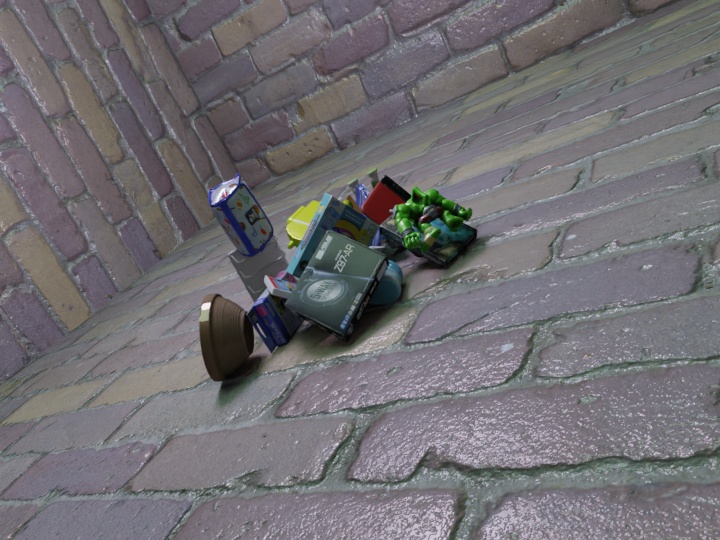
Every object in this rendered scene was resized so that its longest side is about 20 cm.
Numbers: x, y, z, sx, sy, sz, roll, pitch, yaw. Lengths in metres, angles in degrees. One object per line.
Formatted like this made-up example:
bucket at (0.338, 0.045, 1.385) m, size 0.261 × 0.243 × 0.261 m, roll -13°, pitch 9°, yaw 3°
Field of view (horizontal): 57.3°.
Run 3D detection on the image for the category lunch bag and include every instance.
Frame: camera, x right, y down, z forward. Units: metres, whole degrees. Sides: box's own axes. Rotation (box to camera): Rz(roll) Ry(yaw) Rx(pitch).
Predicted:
lunch bag at (-0.312, -0.140, 1.718) m, size 0.122 × 0.172 × 0.201 m, roll -30°, pitch 22°, yaw 3°

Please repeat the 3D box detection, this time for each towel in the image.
towel at (0.017, -0.125, 1.768) m, size 0.023 × 0.148 × 0.201 m, roll -5°, pitch 36°, yaw -17°

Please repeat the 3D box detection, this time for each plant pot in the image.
plant pot at (-0.304, 0.153, 1.541) m, size 0.090 × 0.206 × 0.202 m, roll -6°, pitch 20°, yaw 4°

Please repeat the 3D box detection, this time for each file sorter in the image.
file sorter at (-0.245, 0.017, 1.788) m, size 0.137 × 0.203 × 0.124 m, roll -32°, pitch 22°, yaw -13°

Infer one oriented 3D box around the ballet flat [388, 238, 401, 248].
ballet flat at (0.142, -0.124, 1.795) m, size 0.071 × 0.073 × 0.200 m, roll -14°, pitch 23°, yaw 38°

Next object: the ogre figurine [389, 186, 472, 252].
ogre figurine at (0.155, -0.126, 1.511) m, size 0.198 × 0.099 × 0.120 m, roll -37°, pitch 63°, yaw -11°

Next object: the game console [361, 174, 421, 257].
game console at (0.104, -0.138, 1.701) m, size 0.120 × 0.199 × 0.172 m, roll -52°, pitch 3°, yaw 1°

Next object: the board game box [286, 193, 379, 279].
board game box at (-0.063, -0.053, 1.547) m, size 0.204 × 0.149 × 0.047 m, roll -63°, pitch 29°, yaw 0°

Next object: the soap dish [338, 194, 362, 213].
soap dish at (-0.065, -0.082, 1.794) m, size 0.159 × 0.080 × 0.202 m, roll -57°, pitch -10°, yaw -37°

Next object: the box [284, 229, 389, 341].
box at (-0.050, 0.030, 1.440) m, size 0.158 × 0.044 × 0.203 m, roll 24°, pitch 74°, yaw 22°

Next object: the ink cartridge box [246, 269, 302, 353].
ink cartridge box at (-0.196, 0.097, 1.615) m, size 0.041 × 0.121 × 0.201 m, roll -19°, pitch 20°, yaw 30°

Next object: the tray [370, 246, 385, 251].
tray at (-0.044, -0.042, 1.650) m, size 0.195 × 0.023 × 0.107 m, roll -6°, pitch 7°, yaw -24°

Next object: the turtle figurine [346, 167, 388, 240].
turtle figurine at (0.049, -0.193, 1.915) m, size 0.142 × 0.197 × 0.200 m, roll -13°, pitch 20°, yaw 44°

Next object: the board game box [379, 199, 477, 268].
board game box at (0.160, -0.093, 1.566) m, size 0.198 × 0.029 × 0.135 m, roll 30°, pitch 54°, yaw 30°

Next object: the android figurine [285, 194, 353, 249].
android figurine at (-0.107, -0.115, 1.663) m, size 0.179 × 0.042 × 0.201 m, roll 16°, pitch 50°, yaw 30°

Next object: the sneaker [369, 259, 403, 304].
sneaker at (0.009, 0.024, 1.529) m, size 0.194 × 0.082 × 0.131 m, roll 5°, pitch 24°, yaw 15°

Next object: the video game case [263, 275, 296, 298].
video game case at (-0.125, 0.058, 1.557) m, size 0.143 × 0.195 × 0.018 m, roll -144°, pitch 72°, yaw -70°
